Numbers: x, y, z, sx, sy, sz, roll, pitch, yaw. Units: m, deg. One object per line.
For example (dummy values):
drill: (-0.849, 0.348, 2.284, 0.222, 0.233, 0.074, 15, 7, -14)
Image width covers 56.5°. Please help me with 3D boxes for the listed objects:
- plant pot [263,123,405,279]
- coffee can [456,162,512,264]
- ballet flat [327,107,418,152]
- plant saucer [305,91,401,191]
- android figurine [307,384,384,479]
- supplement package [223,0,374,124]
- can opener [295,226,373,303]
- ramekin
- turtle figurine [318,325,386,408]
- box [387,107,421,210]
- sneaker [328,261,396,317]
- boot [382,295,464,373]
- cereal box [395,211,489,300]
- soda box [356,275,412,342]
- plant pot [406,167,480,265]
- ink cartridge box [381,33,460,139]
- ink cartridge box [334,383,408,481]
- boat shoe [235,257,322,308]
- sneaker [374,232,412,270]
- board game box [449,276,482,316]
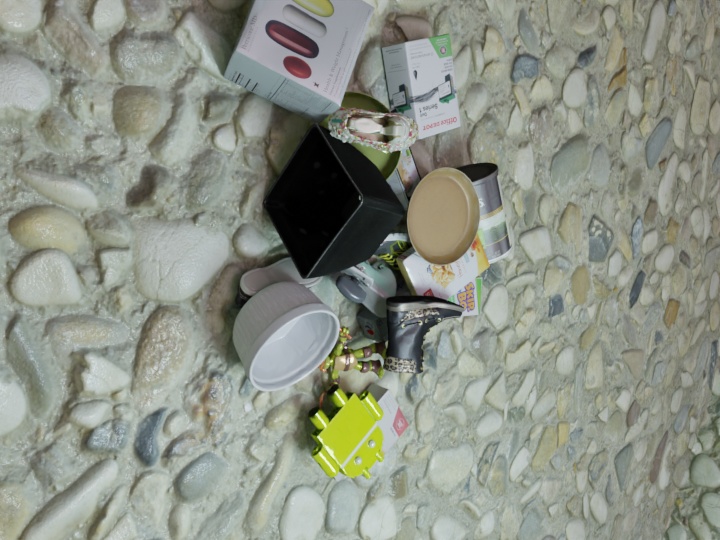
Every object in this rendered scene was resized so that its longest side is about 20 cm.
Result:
plant pot: (-0.034, -0.119, 1.259, 0.175, 0.202, 0.201, 5, 134, -46)
coffee can: (0.274, -0.133, 1.587, 0.145, 0.145, 0.205, -31, 115, -32)
ballet flat: (0.034, -0.255, 1.223, 0.195, 0.064, 0.078, -3, 100, -28)
plant saucer: (-0.012, -0.256, 1.324, 0.031, 0.195, 0.204, -67, 139, -58)
android figurine: (-0.023, 0.343, 1.393, 0.182, 0.041, 0.202, -43, 109, -27)
supplement package: (-0.111, -0.402, 1.183, 0.196, 0.147, 0.196, 22, 81, -18)
can opener: (-0.059, -0.013, 1.333, 0.198, 0.053, 0.067, 36, 63, -11)
ramekin: (-0.146, 0.116, 1.250, 0.197, 0.105, 0.203, -30, 146, -22)
turtle figurine: (-0.027, 0.200, 1.426, 0.157, 0.064, 0.206, 1, 109, -20)
box: (0.053, -0.230, 1.408, 0.060, 0.115, 0.204, -38, 118, -32)
sneaker: (0.000, 0.000, 1.440, 0.200, 0.073, 0.119, 45, 28, -14)
boot: (0.129, 0.135, 1.418, 0.196, 0.072, 0.155, 3, 98, -37)
cereal box: (0.185, -0.017, 1.486, 0.198, 0.039, 0.146, -36, 115, -18)
soda box: (0.085, 0.074, 1.507, 0.199, 0.067, 0.065, -40, 121, -29)
plant pot: (0.172, -0.114, 1.418, 0.195, 0.027, 0.206, -7, 103, -31)
ink cartridge box: (0.137, -0.399, 1.473, 0.144, 0.083, 0.206, -23, 110, -35)
ink cartridge box: (0.006, 0.367, 1.482, 0.200, 0.067, 0.118, -45, 120, -25)
boat shoe: (-0.157, 0.029, 1.300, 0.198, 0.074, 0.061, -19, 152, -47)
sneaker: (0.083, -0.039, 1.479, 0.196, 0.074, 0.087, -4, 90, -40)
board game box: (0.240, 0.066, 1.667, 0.196, 0.030, 0.099, -2, 98, -42)
